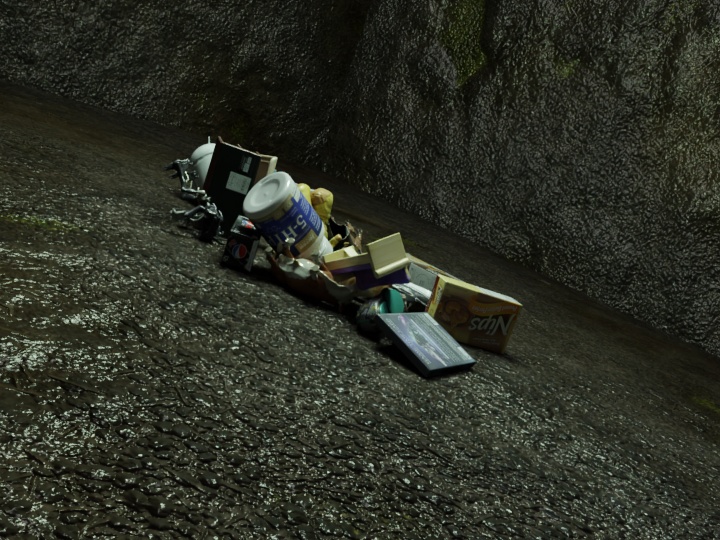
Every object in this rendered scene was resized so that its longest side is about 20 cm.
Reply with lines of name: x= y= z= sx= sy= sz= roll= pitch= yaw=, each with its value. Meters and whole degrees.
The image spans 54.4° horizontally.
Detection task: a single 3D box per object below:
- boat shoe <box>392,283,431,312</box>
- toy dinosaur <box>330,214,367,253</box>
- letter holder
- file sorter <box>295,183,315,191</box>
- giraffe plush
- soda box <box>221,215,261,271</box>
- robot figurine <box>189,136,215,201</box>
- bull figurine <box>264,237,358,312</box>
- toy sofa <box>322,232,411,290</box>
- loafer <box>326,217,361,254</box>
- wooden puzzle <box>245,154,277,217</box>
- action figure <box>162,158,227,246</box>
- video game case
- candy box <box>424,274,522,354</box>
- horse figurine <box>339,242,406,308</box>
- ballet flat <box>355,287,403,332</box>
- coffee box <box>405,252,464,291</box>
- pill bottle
boat shoe: x=0.097 y=0.062 z=1.555 sx=0.198 sy=0.072 sz=0.068 roll=36 pitch=46 yaw=5
toy dinosaur: x=-0.037 y=-0.067 z=1.882 sx=0.199 sy=0.086 sz=0.136 roll=39 pitch=16 yaw=-20
letter holder: x=-0.316 y=-0.197 z=1.653 sx=0.098 sy=0.205 sz=0.142 roll=15 pitch=11 yaw=-21
file sorter: x=-0.204 y=-0.165 z=1.882 sx=0.122 sy=0.143 sz=0.199 roll=20 pitch=10 yaw=16
giraffe plush: x=-0.133 y=-0.078 z=1.607 sx=0.168 sy=0.204 sz=0.163 roll=-16 pitch=24 yaw=10
soda box: x=-0.244 y=-0.059 z=1.467 sx=0.062 sy=0.073 sz=0.200 roll=17 pitch=11 yaw=-8
robot figurine: x=-0.385 y=-0.250 z=1.863 sx=0.112 sy=0.167 sz=0.204 roll=3 pitch=58 yaw=-65
bull figurine: x=-0.100 y=0.008 z=1.372 sx=0.195 sy=0.066 sz=0.123 roll=17 pitch=-36 yaw=24
toy sofa: x=0.010 y=-0.004 z=1.387 sx=0.081 sy=0.100 sz=0.198 roll=-19 pitch=5 yaw=-31
loafer: x=-0.051 y=-0.072 z=1.749 sx=0.070 sy=0.075 sz=0.199 roll=-21 pitch=-39 yaw=30
wooden puzzle: x=-0.252 y=-0.181 z=1.669 sx=0.036 sy=0.190 sz=0.199 roll=14 pitch=4 yaw=-28
action figure: x=-0.363 y=-0.132 z=1.526 sx=0.204 sy=0.100 sz=0.119 roll=61 pitch=-13 yaw=9
video game case: x=0.121 y=0.131 z=1.286 sx=0.143 sy=0.019 sz=0.198 roll=46 pitch=22 yaw=25
candy box: x=0.239 y=0.096 z=1.511 sx=0.195 sy=0.118 sz=0.055 roll=16 pitch=12 yaw=-20
horse figurine: x=0.012 y=0.016 z=1.515 sx=0.194 sy=0.137 sz=0.050 roll=9 pitch=7 yaw=8
ballet flat: x=0.033 y=0.076 z=1.365 sx=0.070 sy=0.074 sz=0.200 roll=22 pitch=12 yaw=12
coffee box: x=0.153 y=0.024 z=1.786 sx=0.198 sy=0.082 sz=0.113 roll=29 pitch=14 yaw=37
pill bottle: x=-0.142 y=-0.089 z=1.446 sx=0.119 sy=0.120 sz=0.201 roll=34 pitch=-15 yaw=53
